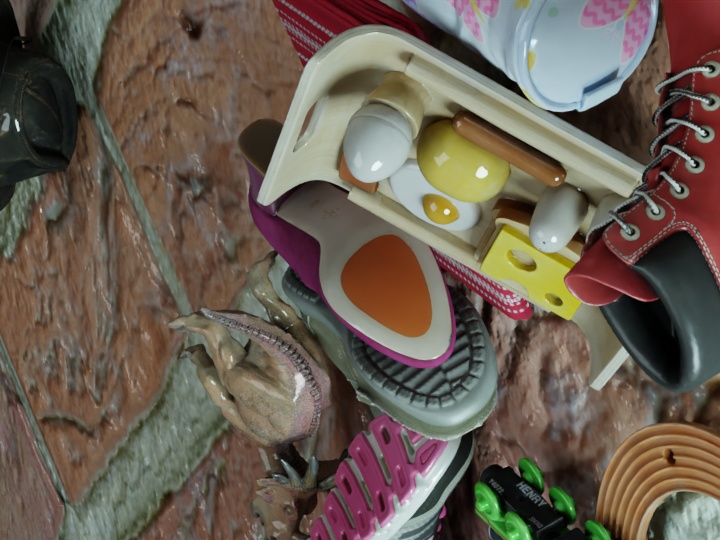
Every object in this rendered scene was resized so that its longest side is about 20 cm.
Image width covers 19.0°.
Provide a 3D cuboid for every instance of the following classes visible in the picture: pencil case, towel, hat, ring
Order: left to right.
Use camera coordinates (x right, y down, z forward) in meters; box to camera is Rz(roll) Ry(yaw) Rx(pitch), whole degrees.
[{"bbox_3d":[-0.256,-0.114,1.605,0.201,0.080,0.202,7,-90,-80],"label":"hat"},{"bbox_3d":[0.021,-0.073,1.126,0.145,0.022,0.200,39,162,45],"label":"towel"},{"bbox_3d":[0.053,-0.150,1.025,0.200,0.083,0.091,40,135,45],"label":"pencil case"},{"bbox_3d":[0.182,0.167,1.049,0.200,0.019,0.201,40,139,47],"label":"ring"}]

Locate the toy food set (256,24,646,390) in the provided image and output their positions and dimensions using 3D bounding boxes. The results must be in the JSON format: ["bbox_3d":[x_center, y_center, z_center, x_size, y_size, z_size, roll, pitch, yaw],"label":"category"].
[{"bbox_3d":[0.052,-0.023,1.032,0.199,0.061,0.144,30,151,3],"label":"toy food set"}]

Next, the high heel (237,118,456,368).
[{"bbox_3d":[0.000,0.000,1.210,0.200,0.067,0.096,55,172,36],"label":"high heel"}]

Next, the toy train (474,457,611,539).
[{"bbox_3d":[0.123,0.166,1.098,0.200,0.042,0.057,41,151,46],"label":"toy train"}]

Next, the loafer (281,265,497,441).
[{"bbox_3d":[0.025,0.044,1.223,0.070,0.075,0.200,61,171,-33],"label":"loafer"}]

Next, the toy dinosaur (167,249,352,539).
[{"bbox_3d":[-0.046,0.078,1.311,0.136,0.086,0.200,57,167,24],"label":"toy dinosaur"}]

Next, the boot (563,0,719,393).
[{"bbox_3d":[0.130,-0.058,0.874,0.072,0.144,0.201,-35,74,63],"label":"boot"}]

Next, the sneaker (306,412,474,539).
[{"bbox_3d":[0.026,0.158,1.282,0.201,0.087,0.074,-61,31,27],"label":"sneaker"}]
